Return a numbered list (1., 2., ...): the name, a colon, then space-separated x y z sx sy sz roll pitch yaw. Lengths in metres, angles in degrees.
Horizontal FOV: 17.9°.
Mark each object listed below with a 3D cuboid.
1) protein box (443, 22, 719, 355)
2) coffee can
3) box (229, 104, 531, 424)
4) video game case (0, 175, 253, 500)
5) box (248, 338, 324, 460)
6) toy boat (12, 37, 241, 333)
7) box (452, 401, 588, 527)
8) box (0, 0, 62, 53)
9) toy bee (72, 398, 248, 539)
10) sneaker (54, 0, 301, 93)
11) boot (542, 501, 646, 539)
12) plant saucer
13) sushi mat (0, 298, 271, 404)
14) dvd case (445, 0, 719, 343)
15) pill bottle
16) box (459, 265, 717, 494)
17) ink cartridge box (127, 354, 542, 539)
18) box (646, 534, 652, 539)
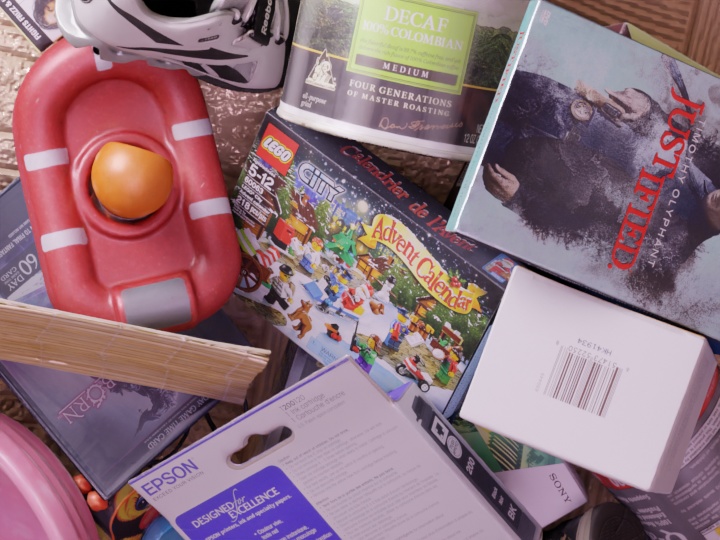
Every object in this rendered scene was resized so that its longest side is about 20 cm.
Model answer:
1. protein box: 0.185 -0.046 1.455 0.197 0.200 0.136 28 85 -14
2. coffee can: 0.038 -0.180 1.419 0.145 0.146 0.202 10 98 -8
3. box: 0.000 0.000 1.494 0.199 0.038 0.137 37 126 16
4. video game case: -0.180 0.030 1.519 0.143 0.019 0.200 -41 93 -13
5. box: 0.002 0.140 1.612 0.157 0.048 0.201 15 109 -10
6. toy boat: -0.148 -0.058 1.456 0.129 0.131 0.202 -13 88 -11
7. box: 0.038 0.147 1.572 0.199 0.036 0.145 -31 111 5
8. box: -0.151 -0.231 1.457 0.199 0.050 0.075 -37 109 10
9. toy bee: -0.169 0.164 1.578 0.130 0.108 0.202 16 101 37
10. sneaker: -0.083 -0.161 1.434 0.199 0.088 0.075 1 74 -36
11. boot: 0.119 0.263 1.577 0.073 0.150 0.202 24 66 -32
12. plant saucer: -0.245 0.173 1.557 0.051 0.200 0.202 -34 118 -38
13. sushi mat: -0.161 0.051 1.465 0.198 0.096 0.012 12 68 -12
14. dvd case: 0.164 -0.054 1.334 0.199 0.022 0.147 23 86 -15
15. pill bottle: 0.248 0.153 1.599 0.116 0.116 0.200 -39 109 11
16. box: 0.147 0.073 1.425 0.124 0.200 0.098 21 88 12
17. ink cartridge box: -0.017 0.154 1.504 0.197 0.044 0.200 -30 115 27
18. box: 0.177 0.311 1.619 0.096 0.177 0.200 31 106 -27
